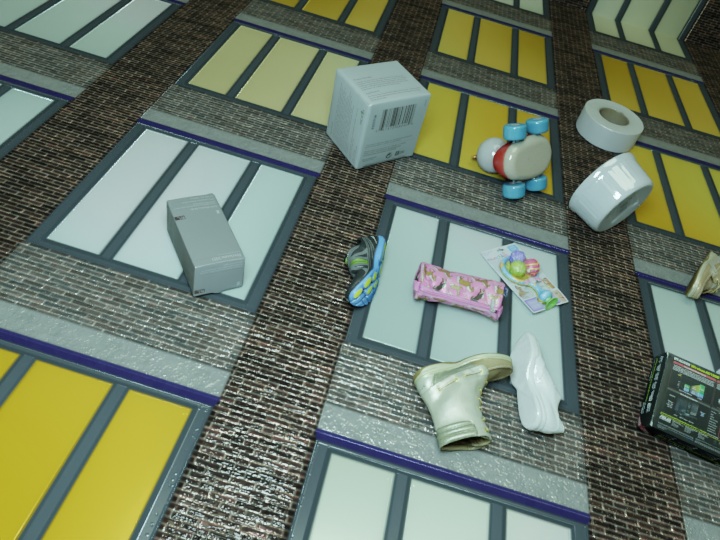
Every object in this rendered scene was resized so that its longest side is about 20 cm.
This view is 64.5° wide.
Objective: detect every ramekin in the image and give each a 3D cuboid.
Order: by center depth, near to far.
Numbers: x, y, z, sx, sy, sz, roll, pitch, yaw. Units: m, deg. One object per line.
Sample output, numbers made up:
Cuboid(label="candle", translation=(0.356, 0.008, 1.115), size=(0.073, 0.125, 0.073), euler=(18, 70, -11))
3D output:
Cuboid(label="ramekin", translation=(0.646, -0.193, 1.465), size=(0.197, 0.202, 0.099), euler=(-18, 61, -29))

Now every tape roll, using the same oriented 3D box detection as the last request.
Cuboid(label="tape roll", translation=(0.809, -0.471, 1.855), size=(0.198, 0.072, 0.205), euler=(8, 46, -8))

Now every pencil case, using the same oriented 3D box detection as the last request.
Cuboid(label="pencil case", translation=(0.204, 0.043, 1.199), size=(0.196, 0.087, 0.084), euler=(15, 76, -1))

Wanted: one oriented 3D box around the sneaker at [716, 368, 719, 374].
Cuboid(label="sneaker", translation=(0.778, 0.292, 1.137), size=(0.091, 0.077, 0.200), euler=(-24, 50, -23))

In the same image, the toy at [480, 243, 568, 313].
Cuboid(label="toy", translation=(0.380, 0.002, 1.308), size=(0.113, 0.048, 0.201), euler=(-13, 53, -28))

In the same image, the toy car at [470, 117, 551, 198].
Cuboid(label="toy car", translation=(0.396, -0.316, 1.559), size=(0.174, 0.188, 0.199), euler=(-20, 26, -30))

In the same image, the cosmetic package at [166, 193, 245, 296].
Cuboid(label="cosmetic package", translation=(-0.312, -0.054, 1.143), size=(0.105, 0.091, 0.201), euler=(-14, 49, -30))

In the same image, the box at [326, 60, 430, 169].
Cuboid(label="box", translation=(0.041, -0.409, 1.493), size=(0.196, 0.202, 0.172), euler=(-19, 56, -29))

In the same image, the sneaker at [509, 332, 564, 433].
Cuboid(label="sneaker", translation=(0.342, 0.217, 1.091), size=(0.087, 0.076, 0.203), euler=(17, 50, -16))

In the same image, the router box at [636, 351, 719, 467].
Cuboid(label="router box", translation=(0.643, 0.267, 1.082), size=(0.197, 0.062, 0.152), euler=(24, 72, 7))

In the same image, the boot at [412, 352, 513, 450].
Cuboid(label="boot", translation=(0.207, 0.235, 1.024), size=(0.196, 0.073, 0.156), euler=(-8, 49, -15))

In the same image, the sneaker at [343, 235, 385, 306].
Cuboid(label="sneaker", translation=(0.000, -0.001, 1.200), size=(0.081, 0.072, 0.202), euler=(7, 43, 11))

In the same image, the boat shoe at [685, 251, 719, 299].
Cuboid(label="boat shoe", translation=(0.864, 0.018, 1.408), size=(0.069, 0.075, 0.199), euler=(34, 47, 25))
